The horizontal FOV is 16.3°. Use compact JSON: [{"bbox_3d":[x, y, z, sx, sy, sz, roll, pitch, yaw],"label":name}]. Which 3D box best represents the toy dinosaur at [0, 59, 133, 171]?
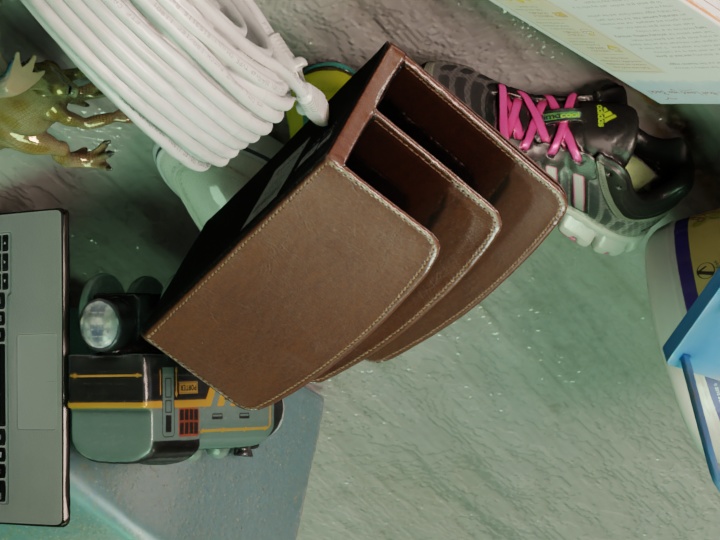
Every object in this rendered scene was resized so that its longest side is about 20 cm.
[{"bbox_3d":[-0.187,-0.086,1.418,0.101,0.059,0.200,0,161,-31],"label":"toy dinosaur"}]

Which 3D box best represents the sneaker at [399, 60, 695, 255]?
[{"bbox_3d":[0.110,-0.075,1.407,0.199,0.074,0.087,25,140,-32],"label":"sneaker"}]

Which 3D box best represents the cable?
[{"bbox_3d":[-0.115,-0.141,1.248,0.069,0.200,0.200,-41,165,9],"label":"cable"}]

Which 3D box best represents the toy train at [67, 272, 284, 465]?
[{"bbox_3d":[-0.107,0.060,1.535,0.085,0.115,0.200,0,178,27],"label":"toy train"}]

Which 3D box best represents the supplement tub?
[{"bbox_3d":[0.275,0.019,1.437,0.199,0.146,0.146,-16,139,14],"label":"supplement tub"}]

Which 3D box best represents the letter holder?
[{"bbox_3d":[0.000,0.000,1.370,0.142,0.101,0.200,38,136,-11],"label":"letter holder"}]

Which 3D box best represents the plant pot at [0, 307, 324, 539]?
[{"bbox_3d":[-0.173,0.138,1.641,0.196,0.197,0.200,-27,127,37],"label":"plant pot"}]

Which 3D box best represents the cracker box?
[{"bbox_3d":[0.138,-0.146,1.256,0.199,0.058,0.134,27,167,-36],"label":"cracker box"}]

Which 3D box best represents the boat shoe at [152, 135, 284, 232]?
[{"bbox_3d":[-0.055,-0.009,1.505,0.074,0.087,0.202,-17,138,28],"label":"boat shoe"}]

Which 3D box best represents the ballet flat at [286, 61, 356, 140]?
[{"bbox_3d":[0.012,-0.038,1.472,0.066,0.067,0.200,-15,139,22],"label":"ballet flat"}]

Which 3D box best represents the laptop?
[{"bbox_3d":[-0.279,0.060,1.514,0.199,0.189,0.115,-3,177,45],"label":"laptop"}]

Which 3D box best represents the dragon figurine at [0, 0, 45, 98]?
[{"bbox_3d":[-0.229,-0.092,1.335,0.059,0.201,0.099,30,180,-35],"label":"dragon figurine"}]

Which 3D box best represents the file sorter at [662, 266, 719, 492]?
[{"bbox_3d":[0.270,0.028,1.265,0.138,0.123,0.201,16,126,-21],"label":"file sorter"}]
